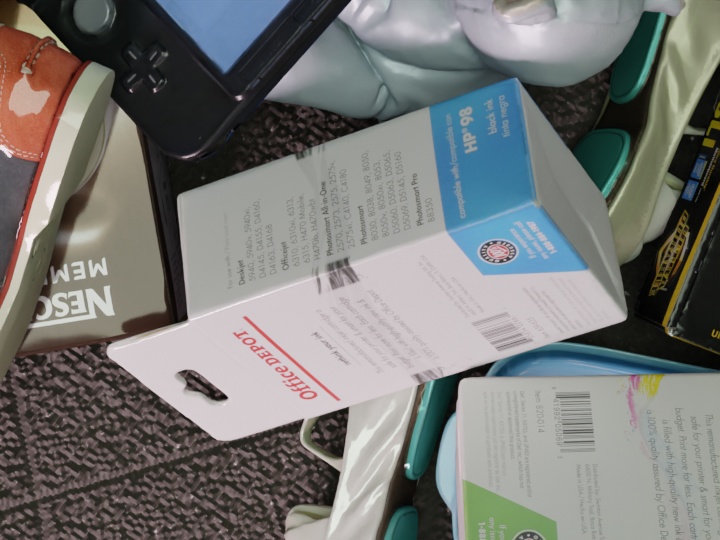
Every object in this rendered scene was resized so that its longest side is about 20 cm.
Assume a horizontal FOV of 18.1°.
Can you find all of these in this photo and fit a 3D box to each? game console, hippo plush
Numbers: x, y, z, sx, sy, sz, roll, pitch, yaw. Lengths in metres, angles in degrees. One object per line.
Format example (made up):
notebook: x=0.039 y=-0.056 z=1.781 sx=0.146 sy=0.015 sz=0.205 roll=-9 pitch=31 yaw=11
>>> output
game console: x=-0.080 y=-0.170 z=0.892 sx=0.200 sy=0.118 sz=0.171 roll=-47 pitch=72 yaw=15
hippo plush: x=0.034 y=-0.118 z=0.958 sx=0.159 sy=0.161 sz=0.200 roll=-11 pitch=92 yaw=-31

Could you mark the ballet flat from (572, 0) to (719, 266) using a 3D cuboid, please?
ballet flat: x=0.136 y=-0.061 z=1.039 sx=0.069 sy=0.069 sz=0.200 roll=24 pitch=92 yaw=-3

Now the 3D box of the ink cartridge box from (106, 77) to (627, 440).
ink cartridge box: x=0.000 y=0.000 z=0.972 sx=0.200 sy=0.116 sz=0.067 roll=-18 pitch=58 yaw=18

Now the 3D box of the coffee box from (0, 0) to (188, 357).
coffee box: x=-0.149 y=-0.065 z=1.019 sx=0.114 sy=0.080 sz=0.200 roll=-10 pitch=94 yaw=0

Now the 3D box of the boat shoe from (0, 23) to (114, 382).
boat shoe: x=-0.161 y=-0.009 z=0.931 sx=0.063 sy=0.071 sz=0.200 roll=23 pitch=116 yaw=-1

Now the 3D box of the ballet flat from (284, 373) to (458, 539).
ballet flat: x=0.000 y=0.100 z=1.049 sx=0.069 sy=0.069 sz=0.200 roll=13 pitch=89 yaw=-2

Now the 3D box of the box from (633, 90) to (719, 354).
box: x=0.244 y=-0.016 z=1.028 sx=0.200 sy=0.049 sz=0.160 roll=21 pitch=95 yaw=-17

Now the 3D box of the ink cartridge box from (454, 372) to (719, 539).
ink cartridge box: x=0.143 y=0.108 z=0.978 sx=0.200 sy=0.067 sz=0.117 roll=-1 pitch=53 yaw=1

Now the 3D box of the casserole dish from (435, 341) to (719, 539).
casserole dish: x=0.134 y=0.100 z=1.059 sx=0.200 sy=0.039 sz=0.121 roll=11 pitch=93 yaw=-3
